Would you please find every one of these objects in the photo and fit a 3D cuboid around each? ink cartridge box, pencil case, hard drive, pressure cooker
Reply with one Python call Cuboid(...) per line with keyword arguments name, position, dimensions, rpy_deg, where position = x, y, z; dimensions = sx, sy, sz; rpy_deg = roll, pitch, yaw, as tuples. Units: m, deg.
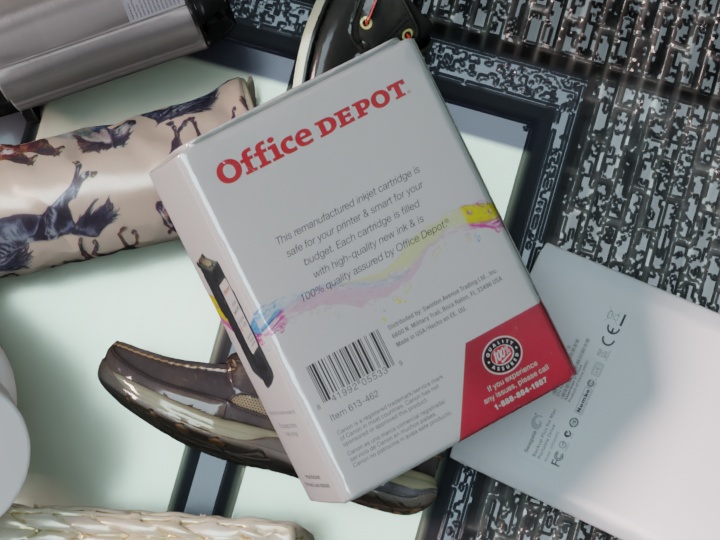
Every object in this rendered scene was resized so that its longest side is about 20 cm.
Cuboid(name="ink cartridge box", position=(0.000, 0.000, 1.312), dimensions=(0.145, 0.083, 0.201), rpy_deg=(-27, 93, -16))
Cuboid(name="pencil case", position=(-0.144, -0.049, 1.392), dimensions=(0.199, 0.090, 0.078), rpy_deg=(-13, 121, 3))
Cuboid(name="hard drive", position=(0.160, 0.081, 1.349), dimensions=(0.199, 0.026, 0.133), rpy_deg=(24, 87, 28))
Cuboid(name="pressure cooker", position=(-0.183, -0.179, 1.356), dimensions=(0.199, 0.179, 0.177), rpy_deg=(-19, 87, 1))

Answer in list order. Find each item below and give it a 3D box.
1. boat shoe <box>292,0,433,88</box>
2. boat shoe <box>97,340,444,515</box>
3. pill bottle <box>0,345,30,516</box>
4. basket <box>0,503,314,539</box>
Cuboid(name="boat shoe", position=(0.008, -0.140, 1.392), dimensions=(0.063, 0.074, 0.203), rpy_deg=(15, 82, 13))
Cuboid(name="boat shoe", position=(-0.046, 0.073, 1.385), dimensions=(0.199, 0.075, 0.074), rpy_deg=(20, 77, -4))
Cuboid(name="pill bottle", position=(-0.247, 0.058, 1.320), dimensions=(0.116, 0.200, 0.117), rpy_deg=(-10, 116, -21))
Cuboid(name="basket", position=(-0.120, 0.193, 1.344), dimensions=(0.198, 0.136, 0.124), rpy_deg=(4, 81, 4))
